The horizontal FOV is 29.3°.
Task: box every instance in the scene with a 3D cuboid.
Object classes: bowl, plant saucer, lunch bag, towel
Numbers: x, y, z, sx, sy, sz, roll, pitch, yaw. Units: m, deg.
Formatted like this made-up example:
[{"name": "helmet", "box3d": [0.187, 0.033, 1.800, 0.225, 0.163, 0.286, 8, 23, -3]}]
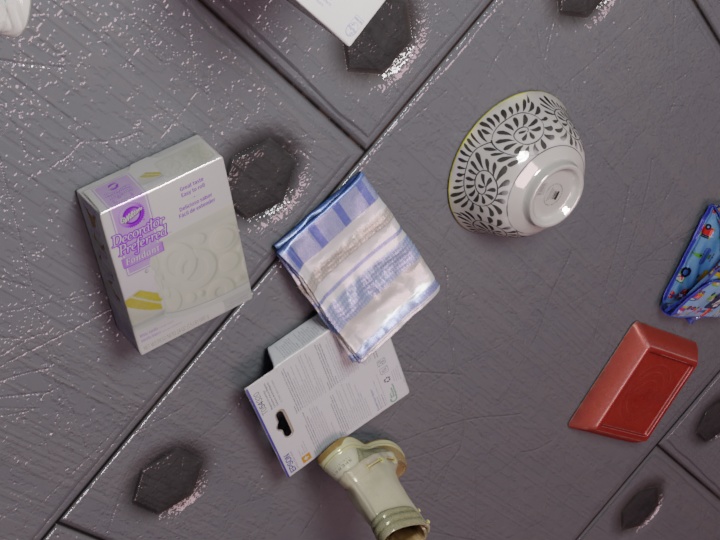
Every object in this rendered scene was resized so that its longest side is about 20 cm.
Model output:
[{"name": "bowl", "box3d": [0.217, -0.114, 1.722, 0.200, 0.094, 0.201, -22, 132, -27]}, {"name": "plant saucer", "box3d": [0.445, 0.189, 2.187, 0.199, 0.037, 0.200, 18, 107, -46]}, {"name": "lunch bag", "box3d": [0.552, 0.001, 2.114, 0.150, 0.094, 0.200, -1, 133, -41]}, {"name": "towel", "box3d": [0.000, 0.000, 1.638, 0.147, 0.024, 0.200, -41, 122, -11]}]

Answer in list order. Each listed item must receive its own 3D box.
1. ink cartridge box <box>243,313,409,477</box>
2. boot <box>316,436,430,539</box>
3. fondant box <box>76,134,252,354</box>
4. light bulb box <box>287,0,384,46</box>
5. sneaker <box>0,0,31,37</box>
[{"name": "ink cartridge box", "box3d": [-0.046, 0.140, 1.732, 0.200, 0.043, 0.197, -33, 137, -13]}, {"name": "boot", "box3d": [0.038, 0.297, 1.814, 0.072, 0.155, 0.200, -45, 154, 11]}, {"name": "fondant box", "box3d": [-0.203, -0.025, 1.461, 0.144, 0.058, 0.200, -28, 133, -21]}, {"name": "light bulb box", "box3d": [-0.035, -0.349, 1.253, 0.200, 0.198, 0.125, -51, 140, 5]}, {"name": "sneaker", "box3d": [-0.316, -0.288, 1.159, 0.080, 0.070, 0.201, -7, 125, -33]}]
